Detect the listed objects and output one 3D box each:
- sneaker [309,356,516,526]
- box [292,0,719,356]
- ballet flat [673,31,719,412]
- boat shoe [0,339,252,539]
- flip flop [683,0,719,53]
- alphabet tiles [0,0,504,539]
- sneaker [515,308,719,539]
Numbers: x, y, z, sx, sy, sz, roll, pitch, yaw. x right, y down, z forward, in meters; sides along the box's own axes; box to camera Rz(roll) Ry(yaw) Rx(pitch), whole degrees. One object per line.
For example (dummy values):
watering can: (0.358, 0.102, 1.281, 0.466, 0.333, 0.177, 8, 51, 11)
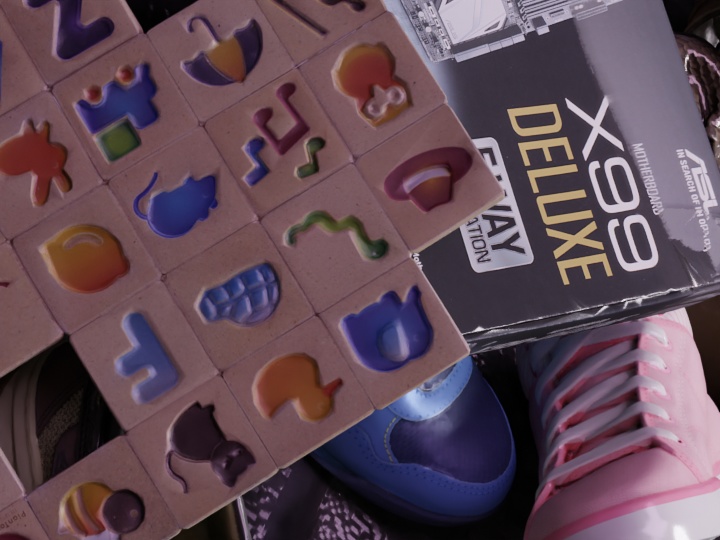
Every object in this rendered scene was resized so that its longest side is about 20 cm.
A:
sneaker: (0.000, 0.000, 0.765, 0.200, 0.082, 0.074, 56, 42, -8)
box: (0.034, -0.073, 0.732, 0.157, 0.050, 0.201, -9, 78, -39)
ballet flat: (0.137, 0.006, 0.865, 0.046, 0.067, 0.201, -70, 149, -69)
boat shoe: (-0.058, 0.111, 0.664, 0.072, 0.066, 0.202, -3, 71, -44)
flip flop: (0.154, -0.081, 0.886, 0.081, 0.200, 0.058, 41, 5, 19)
alphabet tiles: (-0.067, -0.012, 0.652, 0.199, 0.008, 0.168, -31, 81, -5)
sneaker: (0.086, 0.054, 0.790, 0.105, 0.075, 0.200, 67, 16, 5)
